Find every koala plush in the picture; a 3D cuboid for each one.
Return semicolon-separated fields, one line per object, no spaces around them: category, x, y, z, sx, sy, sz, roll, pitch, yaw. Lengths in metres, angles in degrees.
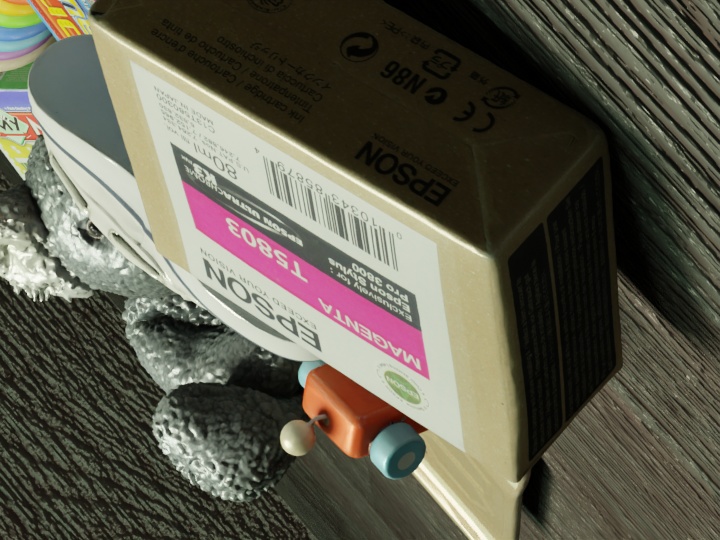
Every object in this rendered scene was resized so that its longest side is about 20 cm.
koala plush;-0.089;-0.012;1.499;0.200;0.178;0.184;36;180;-7

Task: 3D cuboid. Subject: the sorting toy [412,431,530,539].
sorting toy;0.039;0.077;1.784;0.185;0.036;0.200;48;167;13

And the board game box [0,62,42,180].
board game box;-0.111;-0.063;1.631;0.199;0.029;0.135;3;142;36

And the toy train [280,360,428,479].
toy train;0.000;0.000;1.314;0.200;0.149;0.056;49;144;39

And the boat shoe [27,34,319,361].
boat shoe;-0.070;-0.024;1.294;0.200;0.073;0.066;47;156;28

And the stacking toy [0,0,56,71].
stacking toy;-0.177;-0.153;1.497;0.086;0.085;0.200;51;168;-6

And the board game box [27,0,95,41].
board game box;-0.100;-0.150;1.285;0.200;0.056;0.195;54;159;-26

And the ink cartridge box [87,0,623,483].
ink cartridge box;0.001;-0.029;1.148;0.199;0.075;0.165;31;154;25
